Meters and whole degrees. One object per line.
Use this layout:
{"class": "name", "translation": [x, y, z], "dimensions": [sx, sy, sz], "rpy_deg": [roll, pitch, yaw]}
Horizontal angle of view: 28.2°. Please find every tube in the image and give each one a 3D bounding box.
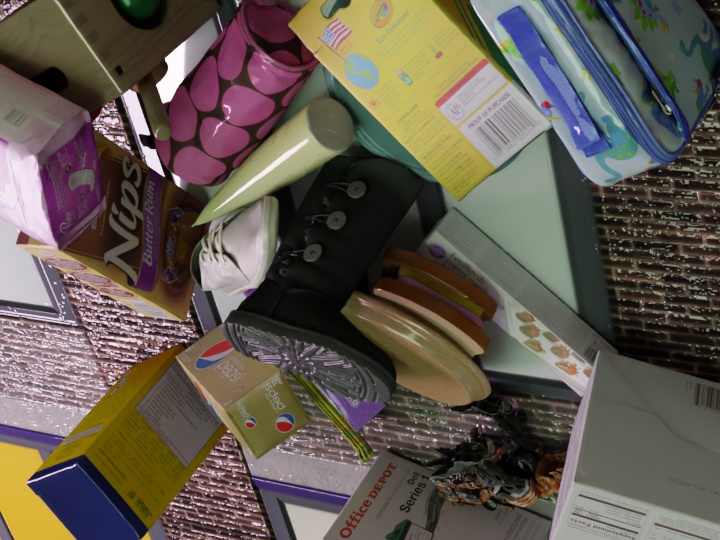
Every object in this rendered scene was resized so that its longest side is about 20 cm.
{"class": "tube", "translation": [-0.081, -0.092, 1.280], "dimensions": [0.058, 0.052, 0.200], "rpy_deg": [9, 157, -33]}

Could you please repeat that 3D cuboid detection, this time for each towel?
{"class": "towel", "translation": [-0.054, 0.112, 1.417], "dimensions": [0.086, 0.018, 0.200], "rpy_deg": [45, 174, 49]}

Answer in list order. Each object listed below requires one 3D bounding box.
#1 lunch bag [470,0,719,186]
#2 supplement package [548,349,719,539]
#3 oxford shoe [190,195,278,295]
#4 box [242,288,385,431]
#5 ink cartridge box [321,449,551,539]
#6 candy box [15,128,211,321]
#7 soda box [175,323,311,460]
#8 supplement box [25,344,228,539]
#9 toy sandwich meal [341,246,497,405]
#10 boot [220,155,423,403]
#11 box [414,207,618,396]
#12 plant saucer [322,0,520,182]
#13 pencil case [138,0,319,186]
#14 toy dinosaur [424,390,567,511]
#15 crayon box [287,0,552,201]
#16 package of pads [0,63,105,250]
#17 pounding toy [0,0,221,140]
{"class": "lunch bag", "translation": [0.165, -0.170, 0.996], "dimensions": [0.082, 0.161, 0.201], "rpy_deg": [-22, 110, 44]}
{"class": "supplement package", "translation": [0.271, 0.181, 1.197], "dimensions": [0.198, 0.156, 0.112], "rpy_deg": [16, 133, 5]}
{"class": "oxford shoe", "translation": [-0.116, -0.019, 1.315], "dimensions": [0.057, 0.076, 0.200], "rpy_deg": [11, 164, -17]}
{"class": "box", "translation": [-0.049, 0.068, 1.347], "dimensions": [0.137, 0.039, 0.200], "rpy_deg": [50, 177, -13]}
{"class": "ink cartridge box", "translation": [0.073, 0.289, 1.456], "dimensions": [0.198, 0.146, 0.085], "rpy_deg": [21, 133, 18]}
{"class": "candy box", "translation": [-0.224, -0.040, 1.339], "dimensions": [0.056, 0.118, 0.200], "rpy_deg": [3, 162, 33]}
{"class": "soda box", "translation": [-0.120, 0.116, 1.428], "dimensions": [0.064, 0.067, 0.200], "rpy_deg": [59, 169, -20]}
{"class": "supplement box", "translation": [-0.244, 0.192, 1.552], "dimensions": [0.109, 0.200, 0.109], "rpy_deg": [-23, 110, 44]}
{"class": "toy sandwich meal", "translation": [0.047, 0.049, 1.305], "dimensions": [0.204, 0.071, 0.205], "rpy_deg": [29, 164, 9]}
{"class": "boot", "translation": [-0.001, 0.000, 1.203], "dimensions": [0.164, 0.201, 0.066], "rpy_deg": [20, 148, 24]}
{"class": "box", "translation": [0.139, 0.028, 1.270], "dimensions": [0.200, 0.042, 0.039], "rpy_deg": [40, 137, -2]}
{"class": "plant saucer", "translation": [0.050, -0.153, 1.189], "dimensions": [0.199, 0.027, 0.201], "rpy_deg": [19, 134, 21]}
{"class": "pencil case", "translation": [-0.114, -0.159, 1.258], "dimensions": [0.200, 0.090, 0.094], "rpy_deg": [-41, 61, 45]}
{"class": "toy dinosaur", "translation": [0.142, 0.182, 1.382], "dimensions": [0.199, 0.103, 0.136], "rpy_deg": [-30, 122, 27]}
{"class": "crayon box", "translation": [0.053, -0.165, 1.119], "dimensions": [0.200, 0.051, 0.127], "rpy_deg": [45, 137, -7]}
{"class": "package of pads", "translation": [-0.310, -0.112, 1.194], "dimensions": [0.199, 0.076, 0.121], "rpy_deg": [27, 143, 22]}
{"class": "pounding toy", "translation": [-0.216, -0.188, 1.225], "dimensions": [0.199, 0.184, 0.143], "rpy_deg": [-18, 114, 42]}
